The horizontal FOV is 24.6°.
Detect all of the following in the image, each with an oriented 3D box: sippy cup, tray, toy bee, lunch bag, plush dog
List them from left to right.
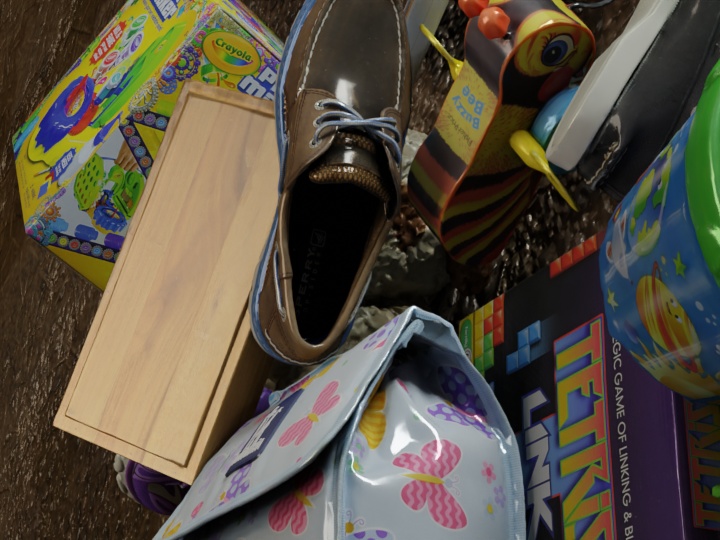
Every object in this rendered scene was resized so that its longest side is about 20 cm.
[{"bbox_3d":[-0.084,0.006,0.878,0.098,0.037,0.202,17,83,29],"label":"tray"},{"bbox_3d":[-0.014,0.135,0.760,0.169,0.126,0.202,-31,51,50],"label":"lunch bag"},{"bbox_3d":[0.000,0.000,0.945,0.200,0.160,0.173,41,102,30],"label":"plush dog"},{"bbox_3d":[0.071,-0.097,0.799,0.130,0.108,0.202,27,102,44],"label":"toy bee"},{"bbox_3d":[0.157,-0.010,0.618,0.178,0.140,0.130,-45,1,-26],"label":"sippy cup"}]

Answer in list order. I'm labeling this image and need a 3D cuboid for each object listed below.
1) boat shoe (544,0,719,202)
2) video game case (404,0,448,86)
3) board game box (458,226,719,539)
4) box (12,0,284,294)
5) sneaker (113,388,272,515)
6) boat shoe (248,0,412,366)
[{"bbox_3d":[0.157,-0.119,0.728,0.201,0.060,0.074,-58,3,-4],"label":"boat shoe"},{"bbox_3d":[0.044,-0.167,0.939,0.200,0.017,0.144,-76,9,-68],"label":"video game case"},{"bbox_3d":[0.109,0.092,0.736,0.165,0.056,0.202,-39,45,53],"label":"board game box"},{"bbox_3d":[-0.131,-0.095,1.143,0.193,0.122,0.200,-48,25,6],"label":"box"},{"bbox_3d":[-0.112,0.124,1.144,0.084,0.080,0.201,53,145,18],"label":"sneaker"},{"bbox_3d":[-0.006,-0.051,0.814,0.072,0.071,0.203,-174,92,-75],"label":"boat shoe"}]
